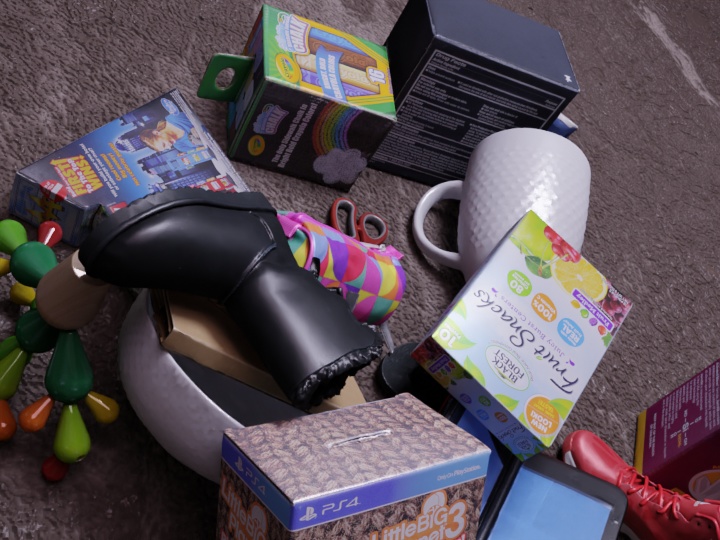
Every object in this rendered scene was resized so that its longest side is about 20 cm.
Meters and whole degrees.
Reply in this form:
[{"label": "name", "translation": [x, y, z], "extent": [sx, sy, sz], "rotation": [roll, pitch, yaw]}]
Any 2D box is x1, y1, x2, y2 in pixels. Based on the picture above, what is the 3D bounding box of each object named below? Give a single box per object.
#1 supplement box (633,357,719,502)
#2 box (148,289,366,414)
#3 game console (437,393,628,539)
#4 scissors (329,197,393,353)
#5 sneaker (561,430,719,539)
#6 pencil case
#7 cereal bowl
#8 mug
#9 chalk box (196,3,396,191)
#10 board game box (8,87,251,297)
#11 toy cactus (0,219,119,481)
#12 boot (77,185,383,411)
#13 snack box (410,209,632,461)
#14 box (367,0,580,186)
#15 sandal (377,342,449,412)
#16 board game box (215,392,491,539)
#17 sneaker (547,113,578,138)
[{"label": "supplement box", "translation": [0.402, 0.175, 0.861], "extent": [0.130, 0.201, 0.104], "rotation": [31, 44, -5]}, {"label": "box", "translation": [-0.087, 0.046, 0.675], "extent": [0.199, 0.021, 0.164], "rotation": [31, 16, -34]}, {"label": "game console", "translation": [0.137, 0.201, 0.725], "extent": [0.200, 0.117, 0.174], "rotation": [-48, 121, -46]}, {"label": "scissors", "translation": [0.000, 0.000, 0.875], "extent": [0.072, 0.014, 0.202], "rotation": [20, 44, -22]}, {"label": "sneaker", "translation": [0.300, 0.225, 0.818], "extent": [0.200, 0.116, 0.078], "rotation": [48, 46, 11]}, {"label": "pencil case", "translation": [-0.030, 0.000, 0.764], "extent": [0.089, 0.088, 0.199], "rotation": [60, 19, 21]}, {"label": "cereal bowl", "translation": [-0.112, 0.100, 0.657], "extent": [0.199, 0.084, 0.200], "rotation": [39, 12, -10]}, {"label": "mug", "translation": [0.158, -0.050, 0.946], "extent": [0.197, 0.148, 0.177], "rotation": [8, 57, 12]}, {"label": "chalk box", "translation": [-0.077, -0.195, 0.911], "extent": [0.198, 0.125, 0.125], "rotation": [14, 49, -23]}, {"label": "board game box", "translation": [-0.207, -0.060, 0.768], "extent": [0.199, 0.062, 0.201], "rotation": [-25, 72, -40]}, {"label": "toy cactus", "translation": [-0.221, 0.040, 0.611], "extent": [0.101, 0.165, 0.202], "rotation": [6, 59, -40]}, {"label": "boot", "translation": [-0.078, 0.024, 0.574], "extent": [0.163, 0.073, 0.198], "rotation": [53, 27, 13]}, {"label": "snack box", "translation": [0.158, 0.055, 0.779], "extent": [0.142, 0.053, 0.200], "rotation": [42, 55, 3]}, {"label": "box", "translation": [0.120, -0.212, 0.995], "extent": [0.197, 0.199, 0.125], "rotation": [14, 49, -23]}, {"label": "sandal", "translation": [0.111, 0.109, 0.840], "extent": [0.198, 0.048, 0.076], "rotation": [13, 49, -22]}, {"label": "board game box", "translation": [-0.011, 0.207, 0.570], "extent": [0.158, 0.203, 0.096], "rotation": [-5, 19, -34]}, {"label": "sneaker", "translation": [0.226, -0.174, 1.119], "extent": [0.080, 0.115, 0.199], "rotation": [40, 15, 1]}]
